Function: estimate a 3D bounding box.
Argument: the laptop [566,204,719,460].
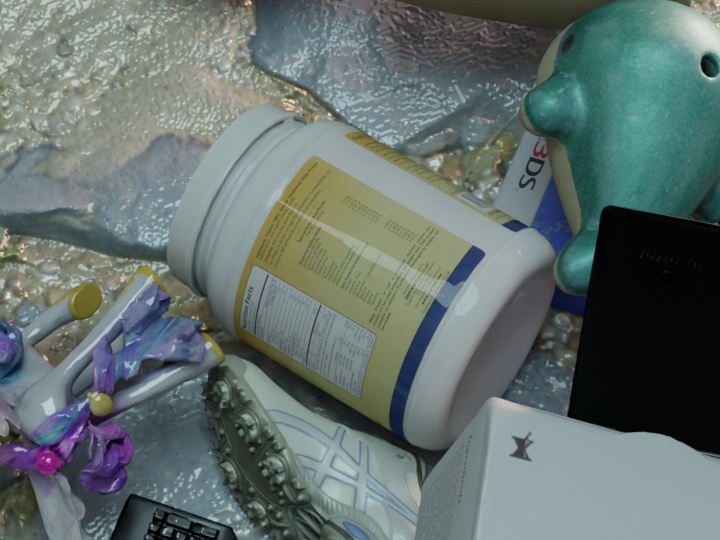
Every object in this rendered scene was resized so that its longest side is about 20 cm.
[{"bbox_3d":[0.215,0.058,1.329,0.186,0.200,0.116,11,80,8],"label":"laptop"}]

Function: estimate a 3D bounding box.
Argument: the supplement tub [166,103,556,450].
[{"bbox_3d":[0.000,0.000,1.416,0.200,0.145,0.145,30,65,18],"label":"supplement tub"}]

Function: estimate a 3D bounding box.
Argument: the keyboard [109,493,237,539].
[{"bbox_3d":[-0.147,0.217,1.358,0.104,0.040,0.201,15,61,9],"label":"keyboard"}]

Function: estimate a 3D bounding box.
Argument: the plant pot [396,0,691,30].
[{"bbox_3d":[0.093,-0.229,1.495,0.199,0.188,0.188,-6,60,0],"label":"plant pot"}]

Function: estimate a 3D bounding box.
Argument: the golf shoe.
[{"bbox_3d":[-0.014,0.122,1.401,0.097,0.078,0.200,-26,67,-32],"label":"golf shoe"}]

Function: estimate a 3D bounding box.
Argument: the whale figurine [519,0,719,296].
[{"bbox_3d":[0.168,-0.070,1.402,0.159,0.104,0.201,28,57,-23],"label":"whale figurine"}]

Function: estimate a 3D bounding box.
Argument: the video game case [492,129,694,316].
[{"bbox_3d":[0.193,-0.046,1.494,0.199,0.046,0.182,19,64,12],"label":"video game case"}]

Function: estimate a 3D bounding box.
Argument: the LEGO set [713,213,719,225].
[{"bbox_3d":[0.256,-0.052,1.362,0.153,0.200,0.116,-29,66,-9],"label":"LEGO set"}]

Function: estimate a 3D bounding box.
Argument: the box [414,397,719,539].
[{"bbox_3d":[0.129,0.201,1.276,0.198,0.131,0.201,16,60,-9],"label":"box"}]

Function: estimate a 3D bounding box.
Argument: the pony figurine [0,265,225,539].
[{"bbox_3d":[-0.180,0.084,1.374,0.200,0.167,0.193,-37,21,-16],"label":"pony figurine"}]
